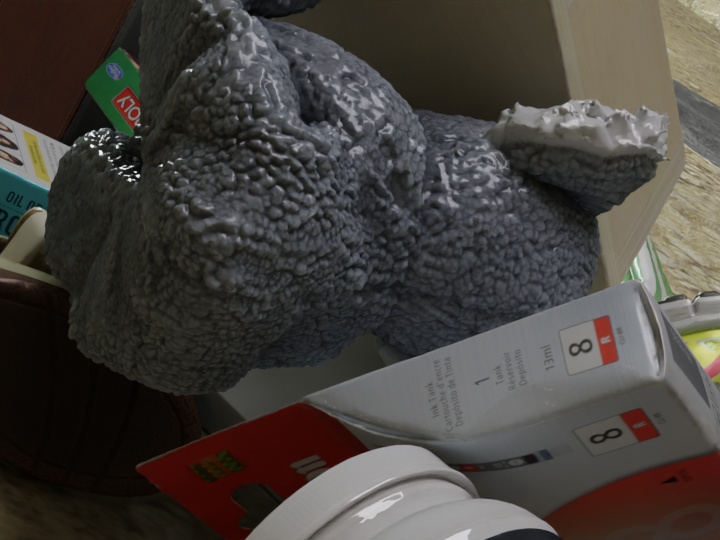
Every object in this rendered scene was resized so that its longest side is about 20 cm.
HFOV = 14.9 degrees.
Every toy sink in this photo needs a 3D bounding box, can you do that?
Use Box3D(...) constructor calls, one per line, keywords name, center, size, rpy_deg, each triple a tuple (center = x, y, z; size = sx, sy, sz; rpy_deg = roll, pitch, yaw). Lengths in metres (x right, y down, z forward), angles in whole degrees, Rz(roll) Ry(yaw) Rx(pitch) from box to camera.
Box3D(name="toy sink", center=(0.045, -0.103, 1.116), size=(0.130, 0.200, 0.112), rpy_deg=(3, 37, 27))

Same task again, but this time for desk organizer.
Box3D(name="desk organizer", center=(-0.126, -0.142, 1.400), size=(0.077, 0.200, 0.072), rpy_deg=(37, 17, 26))

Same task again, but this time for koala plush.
Box3D(name="koala plush", center=(0.004, -0.018, 1.025), size=(0.200, 0.178, 0.184), rpy_deg=(17, 26, -20))

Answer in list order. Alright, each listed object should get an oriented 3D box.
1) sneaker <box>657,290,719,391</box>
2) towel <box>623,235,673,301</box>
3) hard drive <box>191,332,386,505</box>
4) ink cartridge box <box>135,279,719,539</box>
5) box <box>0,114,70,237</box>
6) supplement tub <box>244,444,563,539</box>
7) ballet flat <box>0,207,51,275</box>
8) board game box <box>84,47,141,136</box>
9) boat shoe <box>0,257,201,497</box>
Box3D(name="sneaker", center=(0.114, 0.063, 1.148), size=(0.199, 0.078, 0.091), rpy_deg=(-2, 66, -17))
Box3D(name="towel", center=(0.158, 0.072, 1.301), size=(0.153, 0.023, 0.200), rpy_deg=(-92, 160, -69))
Box3D(name="hard drive", center=(-0.002, 0.016, 1.176), size=(0.132, 0.027, 0.200), rpy_deg=(44, 45, 5))
Box3D(name="ink cartridge box", center=(0.040, 0.084, 1.027), size=(0.162, 0.200, 0.050), rpy_deg=(47, 23, -57))
Box3D(name="box", center=(-0.174, -0.039, 1.270), size=(0.200, 0.049, 0.082), rpy_deg=(26, 16, -22))
Box3D(name="supplement tub", center=(0.048, 0.166, 0.908), size=(0.200, 0.141, 0.140), rpy_deg=(42, 18, 30))
Box3D(name="ballet flat", center=(-0.156, -0.002, 1.171), size=(0.200, 0.062, 0.067), rpy_deg=(15, 23, -46))
Box3D(name="board game box", center=(-0.047, -0.024, 1.390), size=(0.135, 0.029, 0.200), rpy_deg=(53, 10, 35))
Box3D(name="boat shoe", center=(-0.155, 0.022, 1.090), size=(0.202, 0.075, 0.075), rpy_deg=(31, 2, -18))
